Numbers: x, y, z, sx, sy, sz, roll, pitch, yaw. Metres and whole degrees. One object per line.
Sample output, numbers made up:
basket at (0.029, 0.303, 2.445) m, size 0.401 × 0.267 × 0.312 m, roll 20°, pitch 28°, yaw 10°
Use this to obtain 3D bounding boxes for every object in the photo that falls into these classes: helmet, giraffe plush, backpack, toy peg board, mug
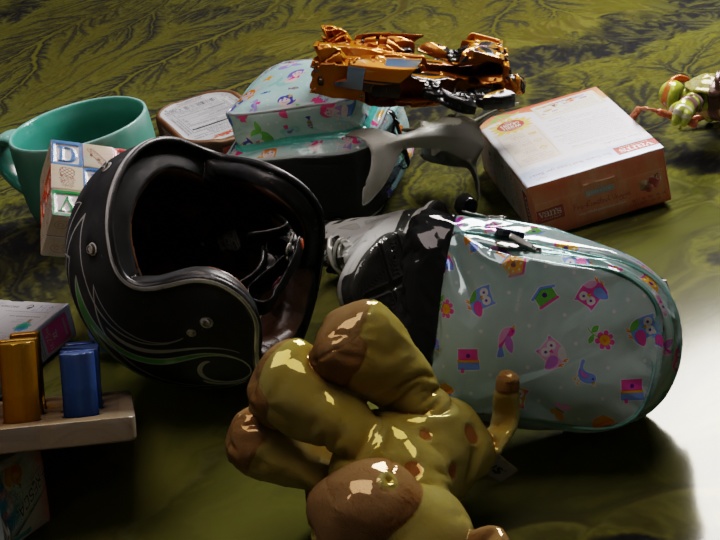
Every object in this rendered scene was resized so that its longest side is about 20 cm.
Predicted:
helmet at (-0.140, -0.004, 1.213) m, size 0.189 × 0.201 × 0.200 m, roll 15°, pitch 32°, yaw 14°
giraffe plush at (0.015, 0.143, 0.945) m, size 0.199 × 0.173 × 0.163 m, roll 20°, pitch 34°, yaw -11°
backpack at (-0.038, -0.135, 1.535) m, size 0.176 × 0.152 × 0.200 m, roll -4°, pitch 21°, yaw 21°
toy peg board at (-0.271, 0.077, 1.126) m, size 0.197 × 0.099 × 0.200 m, roll -5°, pitch 2°, yaw -10°
mug at (-0.294, -0.108, 1.625) m, size 0.151 × 0.115 × 0.185 m, roll -24°, pitch 26°, yaw -22°
backpack at (0.122, 0.045, 1.056) m, size 0.198 × 0.168 × 0.127 m, roll 9°, pitch 12°, yaw 10°

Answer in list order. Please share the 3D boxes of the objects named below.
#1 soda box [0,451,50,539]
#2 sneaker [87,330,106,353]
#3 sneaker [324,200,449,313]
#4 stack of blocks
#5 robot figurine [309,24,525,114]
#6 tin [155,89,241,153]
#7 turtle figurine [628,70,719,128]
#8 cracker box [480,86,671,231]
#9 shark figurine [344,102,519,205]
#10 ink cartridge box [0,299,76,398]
soda box at (-0.331, 0.166, 1.106) m, size 0.198 × 0.064 × 0.068 m, roll -5°, pitch 8°, yaw 18°
sneaker at (-0.207, 0.010, 1.401) m, size 0.078 × 0.070 × 0.201 m, roll -49°, pitch 15°, yaw 45°
sneaker at (0.000, 0.000, 1.329) m, size 0.115 × 0.076 × 0.200 m, roll -10°, pitch 15°, yaw 27°
stack of blocks at (-0.183, -0.044, 1.358) m, size 0.198 × 0.059 × 0.116 m, roll 6°, pitch 50°, yaw -21°
robot figurine at (0.055, -0.187, 1.407) m, size 0.198 × 0.059 × 0.145 m, roll 4°, pitch 23°, yaw 2°
tin at (-0.177, -0.169, 1.791) m, size 0.111 × 0.042 × 0.200 m, roll -24°, pitch 27°, yaw -14°
turtle figurine at (0.359, -0.163, 1.473) m, size 0.160 × 0.065 × 0.200 m, roll 14°, pitch 11°, yaw 25°
cracker box at (0.200, -0.107, 1.457) m, size 0.133 × 0.058 × 0.200 m, roll -16°, pitch 24°, yaw -3°
shark figurine at (0.082, -0.103, 1.416) m, size 0.127 × 0.090 × 0.214 m, roll -15°, pitch 0°, yaw 24°
ink cartridge box at (-0.356, 0.087, 1.331) m, size 0.118 × 0.042 × 0.200 m, roll 2°, pitch 26°, yaw 28°
